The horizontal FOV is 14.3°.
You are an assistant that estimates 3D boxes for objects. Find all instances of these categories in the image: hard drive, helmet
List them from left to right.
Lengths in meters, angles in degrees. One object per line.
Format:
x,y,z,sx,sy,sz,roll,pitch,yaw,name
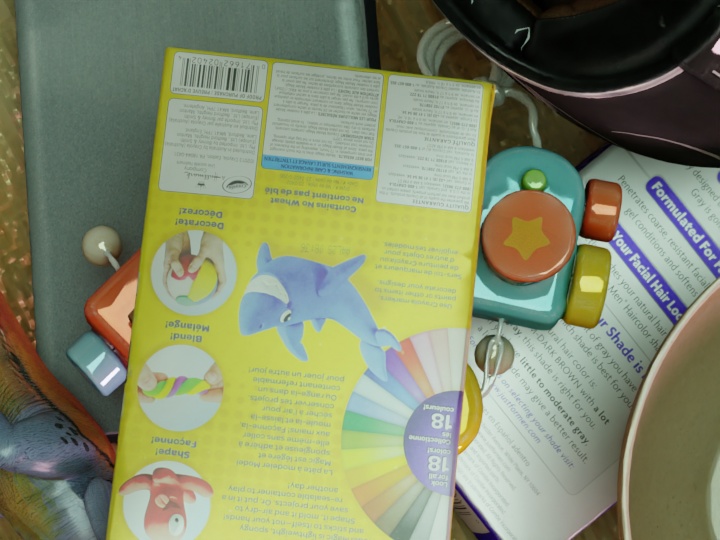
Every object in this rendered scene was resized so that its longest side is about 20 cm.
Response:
-0.058,-0.038,1.090,0.139,0.033,0.201,-7,81,14,hard drive
0.124,-0.135,1.032,0.199,0.190,0.201,1,92,34,helmet

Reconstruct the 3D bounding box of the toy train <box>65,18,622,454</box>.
0.000,0.000,1.023,0.200,0.056,0.150,-39,85,-8,toy train

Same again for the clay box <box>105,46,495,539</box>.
-0.021,0.031,0.969,0.114,0.048,0.201,6,80,0,clay box

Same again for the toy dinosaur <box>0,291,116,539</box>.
-0.093,0.083,1.023,0.181,0.105,0.201,23,67,-8,toy dinosaur

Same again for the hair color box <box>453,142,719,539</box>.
0.102,0.015,1.125,0.200,0.065,0.109,-39,91,-7,hair color box

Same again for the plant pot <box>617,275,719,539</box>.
0.183,0.085,1.038,0.200,0.134,0.201,0,84,-3,plant pot
